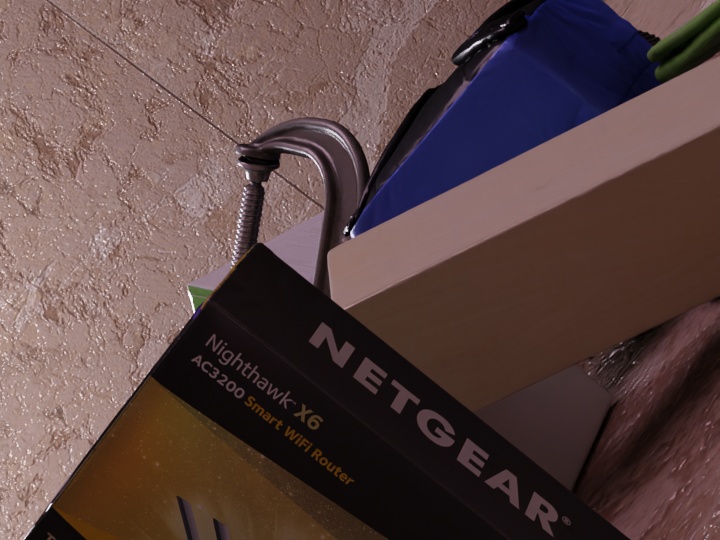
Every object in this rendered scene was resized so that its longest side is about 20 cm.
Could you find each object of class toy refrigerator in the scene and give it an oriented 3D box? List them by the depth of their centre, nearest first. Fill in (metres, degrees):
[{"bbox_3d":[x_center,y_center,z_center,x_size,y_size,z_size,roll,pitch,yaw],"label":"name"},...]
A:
[{"bbox_3d":[0.090,-0.011,0.796,0.199,0.076,0.070,-27,26,9],"label":"toy refrigerator"}]

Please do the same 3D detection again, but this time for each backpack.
[{"bbox_3d":[0.102,-0.053,0.987,0.162,0.168,0.200,-44,5,25],"label":"backpack"}]

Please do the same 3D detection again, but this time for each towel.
[{"bbox_3d":[0.246,-0.177,0.932,0.200,0.031,0.149,-32,-9,-33],"label":"towel"}]

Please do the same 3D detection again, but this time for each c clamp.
[{"bbox_3d":[-0.058,0.003,1.048,0.171,0.027,0.201,27,108,50],"label":"c clamp"}]

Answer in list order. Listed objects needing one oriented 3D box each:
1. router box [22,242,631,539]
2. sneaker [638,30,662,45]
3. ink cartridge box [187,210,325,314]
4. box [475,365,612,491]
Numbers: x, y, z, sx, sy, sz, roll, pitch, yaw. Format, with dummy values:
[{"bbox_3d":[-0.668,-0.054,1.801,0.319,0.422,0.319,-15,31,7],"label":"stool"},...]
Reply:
[{"bbox_3d":[-0.010,0.112,0.685,0.157,0.200,0.052,-51,1,31],"label":"router box"},{"bbox_3d":[0.164,-0.080,1.327,0.200,0.070,0.093,-55,-13,2],"label":"sneaker"},{"bbox_3d":[0.000,0.000,1.160,0.200,0.060,0.104,-30,25,-35],"label":"ink cartridge box"},{"bbox_3d":[0.022,0.122,0.875,0.124,0.097,0.200,-40,12,45],"label":"box"}]
